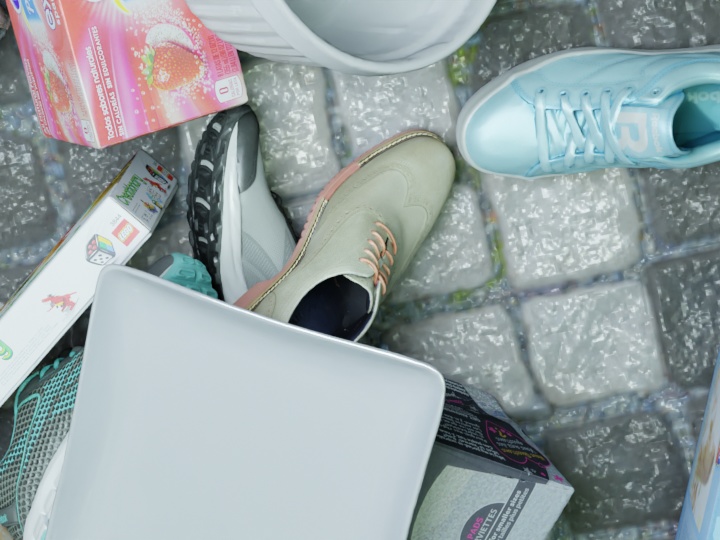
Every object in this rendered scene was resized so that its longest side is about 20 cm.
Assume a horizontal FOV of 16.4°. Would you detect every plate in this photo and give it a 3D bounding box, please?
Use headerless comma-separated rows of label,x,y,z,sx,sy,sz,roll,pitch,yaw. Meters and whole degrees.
plate,-0.063,0.113,1.343,0.199,0.032,0.200,17,107,13

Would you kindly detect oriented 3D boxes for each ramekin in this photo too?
ramekin,-0.021,-0.202,1.335,0.105,0.200,0.201,1,110,48

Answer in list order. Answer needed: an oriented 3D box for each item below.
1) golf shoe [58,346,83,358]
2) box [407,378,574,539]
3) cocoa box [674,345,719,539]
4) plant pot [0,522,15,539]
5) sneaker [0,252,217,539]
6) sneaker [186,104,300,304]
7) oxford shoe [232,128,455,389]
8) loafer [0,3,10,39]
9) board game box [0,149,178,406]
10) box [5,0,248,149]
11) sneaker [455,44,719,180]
golf shoe,-0.153,0.142,1.491,0.092,0.073,0.201,12,95,21
box,0.008,0.166,1.440,0.132,0.115,0.200,20,107,-33
cocoa box,0.261,0.113,1.424,0.131,0.133,0.201,11,104,1
plant pot,-0.297,0.199,1.442,0.200,0.200,0.183,31,104,-5
sneaker,-0.156,0.071,1.416,0.091,0.078,0.200,33,96,36
sneaker,-0.054,0.000,1.454,0.079,0.074,0.201,-12,104,-14
oxford shoe,0.000,0.000,1.404,0.071,0.074,0.200,48,67,-26
loafer,-0.260,-0.079,1.448,0.063,0.072,0.200,35,111,-25
board game box,-0.186,0.025,1.431,0.035,0.126,0.200,40,102,-7
box,-0.144,-0.177,1.377,0.094,0.103,0.201,-19,105,-22
sneaker,0.151,-0.089,1.407,0.199,0.082,0.074,-12,102,6
